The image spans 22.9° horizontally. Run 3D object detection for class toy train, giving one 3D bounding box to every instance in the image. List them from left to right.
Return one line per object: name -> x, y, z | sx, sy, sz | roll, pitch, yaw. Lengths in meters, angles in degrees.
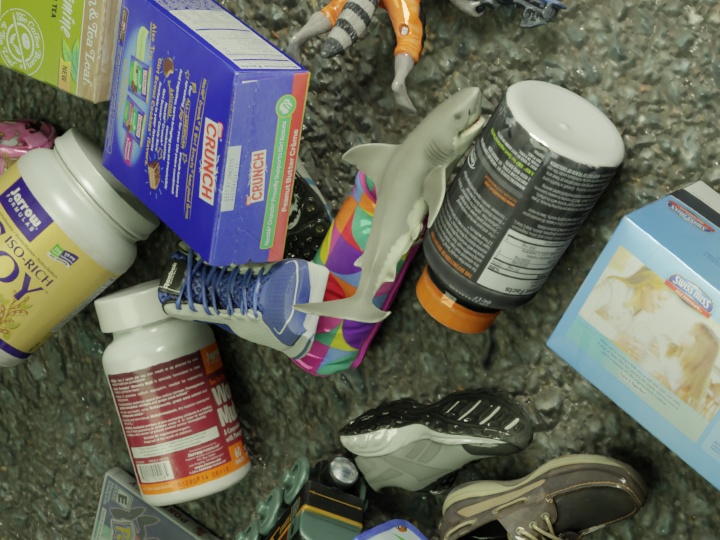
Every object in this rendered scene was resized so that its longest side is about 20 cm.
toy train -> -0.058, 0.254, 1.617 | 0.085, 0.114, 0.200 | 23, 131, -14

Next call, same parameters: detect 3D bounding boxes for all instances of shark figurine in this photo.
shark figurine -> 0.017, -0.053, 1.402 | 0.089, 0.128, 0.215 | 29, 87, -2

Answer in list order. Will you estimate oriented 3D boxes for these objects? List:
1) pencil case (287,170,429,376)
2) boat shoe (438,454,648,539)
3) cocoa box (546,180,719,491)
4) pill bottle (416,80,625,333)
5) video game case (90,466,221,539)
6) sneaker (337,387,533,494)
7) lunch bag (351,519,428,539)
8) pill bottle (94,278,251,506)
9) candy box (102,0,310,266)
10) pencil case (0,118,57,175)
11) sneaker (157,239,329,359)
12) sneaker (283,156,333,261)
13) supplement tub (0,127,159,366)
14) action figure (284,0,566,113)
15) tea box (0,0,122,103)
pencil case -> 0.000, 0.000, 1.528 | 0.088, 0.088, 0.200 | 42, 126, 19
boat shoe -> 0.148, 0.210, 1.470 | 0.200, 0.073, 0.075 | -22, 122, 39
cocoa box -> 0.266, 0.052, 1.308 | 0.200, 0.131, 0.133 | 41, 124, 20
pill bottle -> 0.117, -0.043, 1.409 | 0.106, 0.106, 0.200 | 43, 125, 19
video game case -> -0.210, 0.328, 1.828 | 0.182, 0.023, 0.200 | 31, 120, 26
sneaker -> 0.072, 0.152, 1.534 | 0.200, 0.074, 0.079 | -11, 107, 45
lunch bag -> 0.050, 0.309, 1.517 | 0.170, 0.124, 0.200 | 45, 168, 18
pill bottle -> -0.180, 0.112, 1.681 | 0.109, 0.110, 0.200 | -10, 98, 39
candy box -> -0.130, -0.122, 1.460 | 0.200, 0.077, 0.169 | 42, 129, 46
pencil case -> -0.344, -0.050, 1.774 | 0.083, 0.087, 0.200 | 7, 112, 3
sneaker -> -0.108, 0.023, 1.510 | 0.199, 0.115, 0.081 | 179, 104, -69
sneaker -> -0.079, -0.084, 1.581 | 0.072, 0.072, 0.200 | -28, 100, 14
supplement tub -> -0.302, -0.023, 1.667 | 0.200, 0.145, 0.145 | -41, 76, 5
action figure -> 0.051, -0.224, 1.381 | 0.200, 0.105, 0.194 | 23, 84, 34
tea box -> -0.253, -0.280, 1.597 | 0.197, 0.134, 0.200 | 22, 117, 30
